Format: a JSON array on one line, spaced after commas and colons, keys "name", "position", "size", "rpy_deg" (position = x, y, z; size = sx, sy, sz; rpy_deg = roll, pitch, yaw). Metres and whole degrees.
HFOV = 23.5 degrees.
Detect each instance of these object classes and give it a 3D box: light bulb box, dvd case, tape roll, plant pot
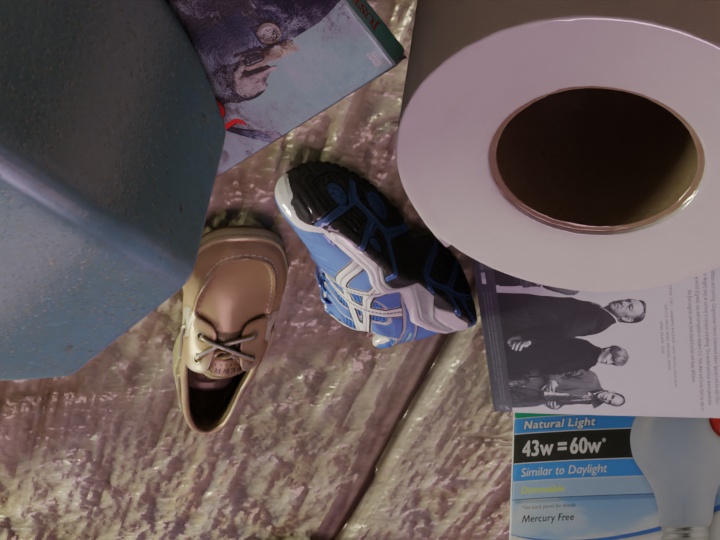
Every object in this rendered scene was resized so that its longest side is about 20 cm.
[{"name": "light bulb box", "position": [0.216, 0.167, 1.256], "size": [0.197, 0.201, 0.125], "rpy_deg": [-5, 152, 17]}, {"name": "dvd case", "position": [0.181, 0.038, 1.171], "size": [0.199, 0.025, 0.151], "rpy_deg": [0, 128, 14]}, {"name": "tape roll", "position": [0.124, -0.104, 0.892], "size": [0.201, 0.140, 0.203], "rpy_deg": [6, 143, 5]}, {"name": "dvd case", "position": [-0.094, -0.121, 0.907], "size": [0.199, 0.022, 0.146], "rpy_deg": [-27, 111, 36]}, {"name": "plant pot", "position": [-0.182, -0.059, 0.860], "size": [0.200, 0.196, 0.196], "rpy_deg": [34, 132, -26]}]

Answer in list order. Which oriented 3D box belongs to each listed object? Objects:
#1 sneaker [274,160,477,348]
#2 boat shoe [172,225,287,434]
[{"name": "sneaker", "position": [0.000, 0.000, 1.117], "size": [0.077, 0.076, 0.200], "rpy_deg": [-26, 140, 21]}, {"name": "boat shoe", "position": [-0.088, 0.043, 1.179], "size": [0.071, 0.065, 0.200], "rpy_deg": [2, 146, -11]}]
